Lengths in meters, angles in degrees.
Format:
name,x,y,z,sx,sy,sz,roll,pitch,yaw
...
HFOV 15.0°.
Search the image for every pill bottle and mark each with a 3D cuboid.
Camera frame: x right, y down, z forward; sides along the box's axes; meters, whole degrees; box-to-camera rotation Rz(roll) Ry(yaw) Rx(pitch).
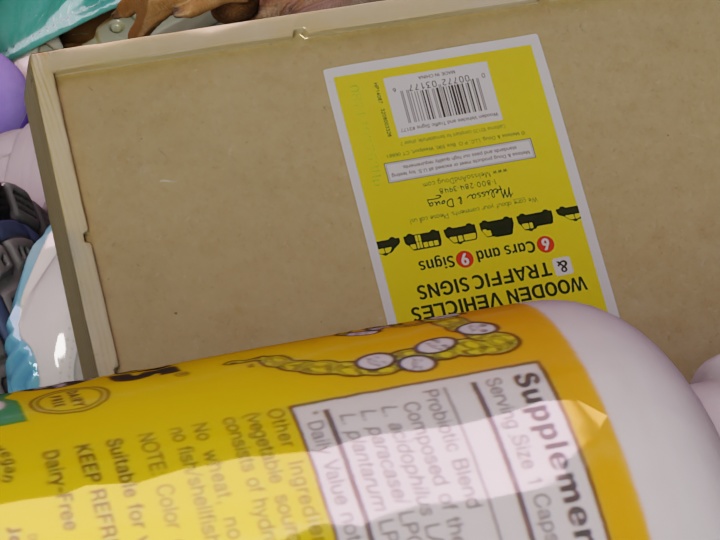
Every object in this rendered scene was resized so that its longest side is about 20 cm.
name,x,y,z,sx,sy,sz,roll,pitch,yaw
pill bottle,0.003,0.066,0.472,0.199,0.113,0.113,-10,20,-12

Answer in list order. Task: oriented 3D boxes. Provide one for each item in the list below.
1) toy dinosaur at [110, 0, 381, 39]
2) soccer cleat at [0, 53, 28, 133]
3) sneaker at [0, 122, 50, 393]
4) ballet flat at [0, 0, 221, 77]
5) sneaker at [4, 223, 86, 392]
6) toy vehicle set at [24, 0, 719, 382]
name,x,y,z,sx,sy,sz,roll,pitch,yaw
toy dinosaur,-0.014,-0.067,0.777,0.106,0.061,0.200,-9,-15,-32
soccer cleat,-0.181,-0.017,0.822,0.200,0.067,0.076,-19,30,-29
sneaker,-0.114,0.009,0.747,0.087,0.075,0.200,-13,11,13
ballet flat,-0.089,-0.072,0.934,0.200,0.067,0.070,-30,58,-19
sneaker,0.000,0.000,0.712,0.200,0.077,0.081,-20,26,-32
toy vehicle set,0.027,-0.007,0.668,0.199,0.125,0.027,-9,-19,-12
